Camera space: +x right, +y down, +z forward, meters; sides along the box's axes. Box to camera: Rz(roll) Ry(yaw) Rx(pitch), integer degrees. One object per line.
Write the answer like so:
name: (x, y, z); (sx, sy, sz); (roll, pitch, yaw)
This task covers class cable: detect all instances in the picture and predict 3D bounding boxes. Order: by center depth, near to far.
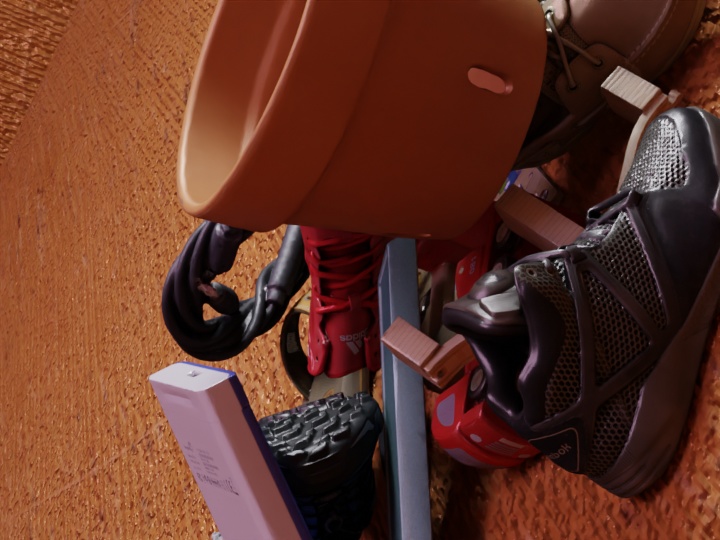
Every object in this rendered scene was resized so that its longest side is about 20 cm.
cable: (-0.048, -0.023, 1.625); (0.200, 0.051, 0.163); (-34, -33, -51)

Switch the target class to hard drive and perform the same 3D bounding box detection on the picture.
hard drive: (-0.052, 0.147, 1.410); (0.025, 0.200, 0.132); (-26, 8, -15)

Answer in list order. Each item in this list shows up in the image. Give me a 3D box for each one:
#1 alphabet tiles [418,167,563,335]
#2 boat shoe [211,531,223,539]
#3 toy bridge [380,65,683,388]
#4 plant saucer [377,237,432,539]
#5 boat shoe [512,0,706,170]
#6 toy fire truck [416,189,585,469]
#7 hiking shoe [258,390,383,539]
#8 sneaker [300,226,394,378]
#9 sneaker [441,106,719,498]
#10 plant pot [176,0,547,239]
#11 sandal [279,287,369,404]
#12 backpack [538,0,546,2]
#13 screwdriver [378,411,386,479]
alphabet tiles: (0.074, -0.030, 1.542); (0.167, 0.008, 0.200); (-63, 17, 11)
boat shoe: (-0.084, 0.212, 1.572); (0.074, 0.065, 0.202); (108, -178, -88)
toy bridge: (0.100, -0.019, 1.312); (0.067, 0.027, 0.200); (35, 79, 37)
plant saucer: (0.024, 0.081, 1.395); (0.070, 0.019, 0.200); (104, 165, -67)
boat shoe: (0.115, -0.114, 1.371); (0.065, 0.072, 0.200); (-31, -12, -42)
toy fire truck: (0.065, 0.026, 1.400); (0.141, 0.049, 0.200); (-39, 34, 54)
hiking shoe: (-0.014, 0.118, 1.460); (0.200, 0.074, 0.087); (178, 74, -89)
sneaker: (0.000, 0.000, 1.495); (0.200, 0.078, 0.116); (64, -158, -78)
sneaker: (0.111, -0.004, 1.206); (0.076, 0.114, 0.199); (-27, 40, 62)
plant pot: (0.005, -0.101, 1.332); (0.200, 0.140, 0.200); (-56, 23, 39)
sandal: (-0.025, 0.051, 1.654); (0.080, 0.054, 0.200); (-50, 23, 43)
backpack: (0.099, -0.190, 1.453); (0.200, 0.163, 0.154); (-47, 33, 32)
screwdriver: (0.020, 0.061, 1.537); (0.028, 0.029, 0.200); (-57, 23, 29)
